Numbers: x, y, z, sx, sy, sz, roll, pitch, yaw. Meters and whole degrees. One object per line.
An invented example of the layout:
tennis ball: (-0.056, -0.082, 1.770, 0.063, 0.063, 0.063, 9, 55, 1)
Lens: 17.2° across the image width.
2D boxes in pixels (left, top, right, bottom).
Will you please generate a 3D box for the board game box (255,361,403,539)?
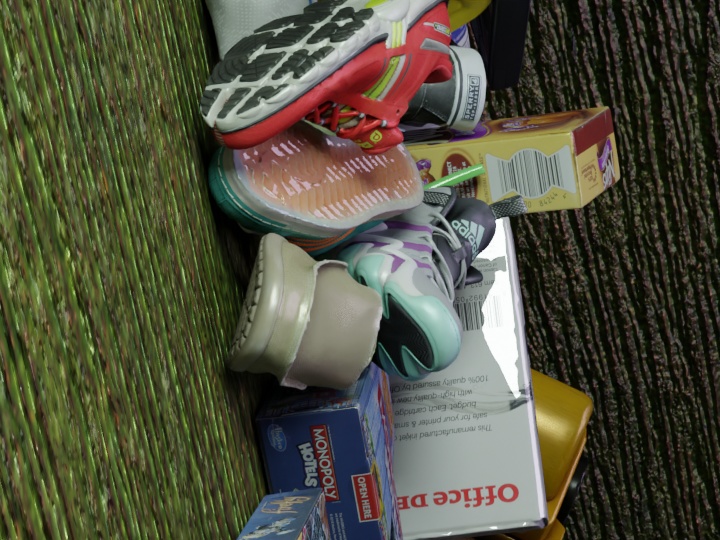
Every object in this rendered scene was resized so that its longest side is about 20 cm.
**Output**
board game box: (-0.009, 0.128, 1.412, 0.200, 0.061, 0.201, -83, 165, -66)

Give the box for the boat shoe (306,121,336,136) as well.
boat shoe: (-0.027, -0.130, 1.518, 0.074, 0.075, 0.201, 52, 30, -72)

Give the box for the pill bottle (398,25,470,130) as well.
pill bottle: (0.029, -0.178, 1.909, 0.120, 0.119, 0.201, -88, 170, -59)

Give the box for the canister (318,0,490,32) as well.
canister: (0.001, -0.255, 1.520, 0.148, 0.086, 0.201, 15, 51, -55)

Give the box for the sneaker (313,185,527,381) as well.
sneaker: (0.046, -0.008, 1.403, 0.200, 0.139, 0.078, 31, -38, 59)

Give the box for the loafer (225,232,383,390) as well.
loafer: (-0.024, 0.026, 1.259, 0.200, 0.068, 0.076, 1, 106, -85)

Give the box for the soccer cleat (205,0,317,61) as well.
soccer cleat: (-0.056, -0.164, 1.356, 0.200, 0.069, 0.087, -61, 154, -73)

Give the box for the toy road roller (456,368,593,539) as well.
toy road roller: (0.096, 0.155, 1.715, 0.146, 0.122, 0.200, 108, 7, -51)

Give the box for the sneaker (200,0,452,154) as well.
sneaker: (-0.005, -0.098, 1.259, 0.200, 0.077, 0.085, -35, 118, -47)

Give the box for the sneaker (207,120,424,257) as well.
sneaker: (-0.039, -0.038, 1.315, 0.200, 0.080, 0.072, -2, 66, -63)

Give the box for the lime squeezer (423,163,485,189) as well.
lime squeezer: (0.000, 0.000, 1.505, 0.201, 0.070, 0.038, -58, 169, -7)

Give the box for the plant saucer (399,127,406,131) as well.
plant saucer: (0.033, -0.014, 1.737, 0.200, 0.027, 0.201, 28, 47, -34)

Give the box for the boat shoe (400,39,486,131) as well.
boat shoe: (0.025, -0.128, 1.606, 0.199, 0.068, 0.074, -133, -131, -71)

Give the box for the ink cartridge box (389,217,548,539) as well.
ink cartridge box: (0.040, 0.077, 1.548, 0.084, 0.144, 0.201, 58, 25, -78)

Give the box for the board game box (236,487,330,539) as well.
board game box: (-0.035, 0.195, 1.191, 0.200, 0.034, 0.136, -45, 128, -83)

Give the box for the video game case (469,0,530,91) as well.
video game case: (0.076, -0.243, 1.576, 0.200, 0.025, 0.182, 90, -14, -68)

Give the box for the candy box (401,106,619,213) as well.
candy box: (0.064, -0.067, 1.601, 0.117, 0.199, 0.057, -32, 113, -69)
